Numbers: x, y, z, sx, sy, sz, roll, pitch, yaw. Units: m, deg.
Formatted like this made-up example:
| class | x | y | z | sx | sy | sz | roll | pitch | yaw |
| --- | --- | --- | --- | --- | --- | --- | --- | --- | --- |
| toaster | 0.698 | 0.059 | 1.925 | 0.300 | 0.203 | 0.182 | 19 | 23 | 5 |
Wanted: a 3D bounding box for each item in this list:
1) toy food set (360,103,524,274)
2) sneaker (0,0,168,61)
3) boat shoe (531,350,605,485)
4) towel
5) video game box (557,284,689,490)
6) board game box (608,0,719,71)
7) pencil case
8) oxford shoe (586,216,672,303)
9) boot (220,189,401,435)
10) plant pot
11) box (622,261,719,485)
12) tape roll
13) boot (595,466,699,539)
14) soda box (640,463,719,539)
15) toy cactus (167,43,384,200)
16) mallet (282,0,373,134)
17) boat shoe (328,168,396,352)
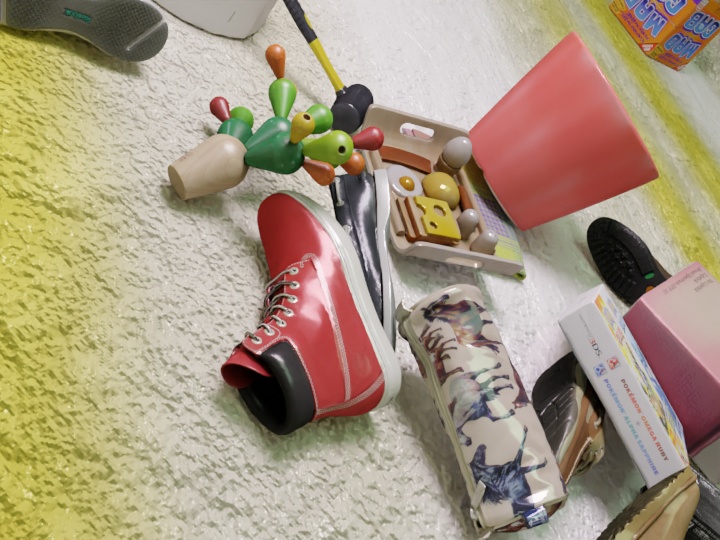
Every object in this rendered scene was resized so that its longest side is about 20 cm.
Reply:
| class | x | y | z | sx | sy | sz | roll | pitch | yaw |
| --- | --- | --- | --- | --- | --- | --- | --- | --- | --- |
| toy food set | 0.088 | -0.088 | 0.902 | 0.141 | 0.061 | 0.203 | 9 | 47 | -31 |
| sneaker | -0.267 | -0.244 | 0.727 | 0.198 | 0.071 | 0.081 | 17 | 27 | -40 |
| boat shoe | 0.198 | 0.151 | 0.785 | 0.074 | 0.075 | 0.200 | 47 | 33 | -4 |
| towel | 0.124 | -0.084 | 1.004 | 0.142 | 0.023 | 0.203 | 16 | 44 | -37 |
| video game box | 0.269 | 0.110 | 0.854 | 0.185 | 0.046 | 0.199 | 60 | 18 | 6 |
| board game box | 0.844 | -0.704 | 2.280 | 0.197 | 0.200 | 0.202 | 4 | 50 | -44 |
| pencil case | 0.095 | 0.112 | 0.683 | 0.088 | 0.078 | 0.204 | -9 | 70 | -39 |
| oxford shoe | 0.384 | 0.009 | 1.155 | 0.201 | 0.073 | 0.084 | 50 | 17 | 5 |
| boot | -0.062 | 0.024 | 0.648 | 0.142 | 0.072 | 0.203 | -4 | 60 | -47 |
| plant pot | 0.238 | -0.156 | 1.029 | 0.201 | 0.175 | 0.202 | 49 | 21 | -27 |
| box | 0.393 | 0.112 | 0.955 | 0.126 | 0.110 | 0.201 | -24 | 63 | -33 |
| tape roll | -0.175 | -0.355 | 0.930 | 0.200 | 0.071 | 0.205 | 29 | 36 | -23 |
| boot | 0.274 | 0.292 | 0.687 | 0.174 | 0.066 | 0.201 | -35 | 77 | -20 |
| soda box | 0.369 | 0.284 | 0.834 | 0.199 | 0.063 | 0.071 | 39 | 34 | -8 |
| toy cactus | -0.088 | -0.114 | 0.720 | 0.163 | 0.104 | 0.199 | -29 | 42 | -27 |
| mallet | -0.051 | -0.239 | 0.913 | 0.201 | 0.041 | 0.066 | 54 | 32 | -26 |
| boat shoe | 0.000 | 0.000 | 0.748 | 0.059 | 0.076 | 0.204 | -3 | 55 | 1 |
